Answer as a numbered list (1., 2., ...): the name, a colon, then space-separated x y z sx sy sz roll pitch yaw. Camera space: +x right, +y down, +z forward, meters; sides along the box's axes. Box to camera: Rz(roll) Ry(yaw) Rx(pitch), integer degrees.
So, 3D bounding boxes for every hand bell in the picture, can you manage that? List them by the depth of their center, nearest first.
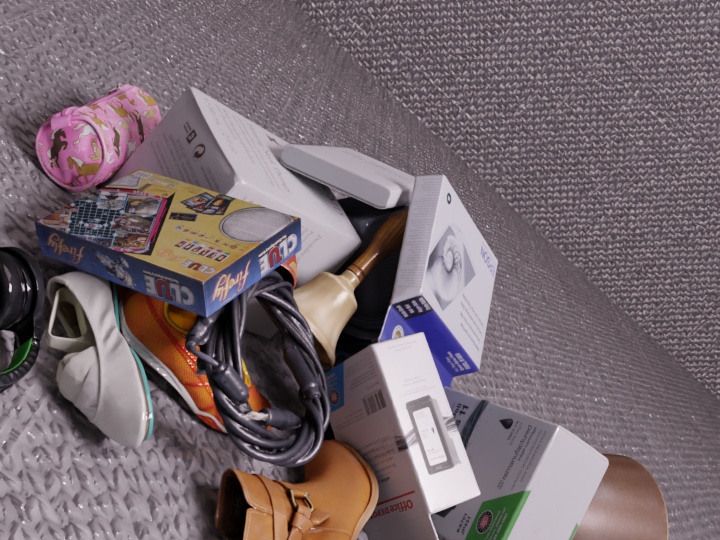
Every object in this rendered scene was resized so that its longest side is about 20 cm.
1. hand bell: 0.000 0.000 1.000 0.104 0.200 0.105 39 -20 18

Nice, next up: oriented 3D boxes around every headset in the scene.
1. headset: -0.310 0.009 0.708 0.123 0.093 0.202 31 37 -46

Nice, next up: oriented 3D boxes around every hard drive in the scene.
1. hard drive: 0.002 -0.111 1.081 0.131 0.027 0.200 25 13 13

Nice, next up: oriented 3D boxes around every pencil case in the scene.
1. pencil case: -0.289 -0.152 1.045 0.086 0.083 0.200 42 19 -9

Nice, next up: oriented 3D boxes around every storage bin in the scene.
1. storage bin: 0.013 -0.014 1.133 0.144 0.136 0.199 -15 17 -27

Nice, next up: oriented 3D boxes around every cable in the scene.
1. cable: -0.076 0.077 0.830 0.164 0.050 0.201 53 23 -15

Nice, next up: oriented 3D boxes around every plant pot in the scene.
1. plant pot: 0.220 0.291 1.085 0.198 0.188 0.188 18 29 -26

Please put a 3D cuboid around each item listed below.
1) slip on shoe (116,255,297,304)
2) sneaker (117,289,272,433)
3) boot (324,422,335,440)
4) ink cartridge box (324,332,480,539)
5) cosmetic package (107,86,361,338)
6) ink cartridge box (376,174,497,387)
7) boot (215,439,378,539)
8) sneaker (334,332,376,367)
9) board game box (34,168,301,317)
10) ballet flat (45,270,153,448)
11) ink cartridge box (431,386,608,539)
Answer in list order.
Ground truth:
1. slip on shoe: -0.151 0.006 0.904 0.197 0.075 0.062 -9 48 -25
2. sneaker: -0.137 0.085 0.857 0.200 0.077 0.073 50 12 -33
3. boot: 0.018 0.137 1.021 0.173 0.069 0.203 25 57 -49
4. ink cartridge box: 0.039 0.176 0.888 0.067 0.116 0.203 -9 74 -35
5. cosmetic package: -0.142 -0.058 1.026 0.199 0.166 0.168 25 26 -49
6. ink cartridge box: 0.094 0.031 1.031 0.200 0.040 0.203 48 50 -52
7. boot: -0.061 0.205 0.809 0.154 0.077 0.201 29 31 -29
8. sneaker: 0.000 0.099 1.176 0.078 0.075 0.201 60 15 -19
9. board game box: -0.171 -0.031 0.831 0.198 0.035 0.135 18 35 28
10. ballet flat: -0.222 0.070 0.760 0.069 0.070 0.201 28 20 -40
11. ink cartridge box: 0.131 0.215 0.944 0.083 0.148 0.199 35 -12 -26
